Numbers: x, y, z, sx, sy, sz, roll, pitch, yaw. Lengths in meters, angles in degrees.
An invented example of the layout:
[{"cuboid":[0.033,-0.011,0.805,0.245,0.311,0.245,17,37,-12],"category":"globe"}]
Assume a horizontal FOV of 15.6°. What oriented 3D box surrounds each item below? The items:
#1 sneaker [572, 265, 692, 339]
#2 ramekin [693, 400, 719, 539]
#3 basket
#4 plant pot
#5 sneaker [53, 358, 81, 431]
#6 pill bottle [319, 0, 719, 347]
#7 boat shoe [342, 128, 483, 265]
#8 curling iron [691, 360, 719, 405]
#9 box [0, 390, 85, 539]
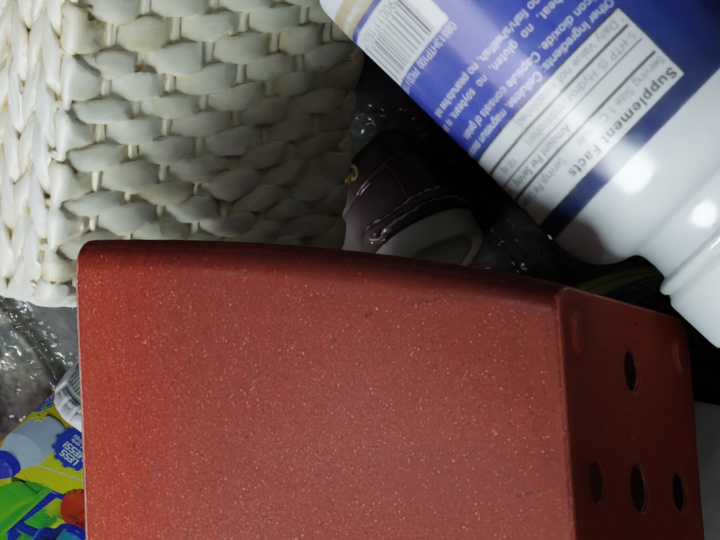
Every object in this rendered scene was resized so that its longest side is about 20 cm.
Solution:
[{"cuboid":[0.060,0.032,1.163,0.199,0.089,0.077,-30,137,33],"category":"sneaker"},{"cuboid":[0.156,0.135,1.109,0.201,0.095,0.203,22,156,11],"category":"ramekin"},{"cuboid":[-0.110,-0.095,1.061,0.160,0.199,0.200,14,104,35],"category":"basket"},{"cuboid":[0.024,0.089,0.970,0.175,0.200,0.201,-7,81,26],"category":"plant pot"},{"cuboid":[-0.092,0.106,1.413,0.099,0.078,0.200,49,-179,-32],"category":"sneaker"},{"cuboid":[0.092,-0.073,0.968,0.200,0.120,0.120,45,149,2],"category":"pill bottle"},{"cuboid":[0.000,0.000,1.212,0.060,0.072,0.200,62,158,13],"category":"boat shoe"},{"cuboid":[0.130,0.056,1.151,0.199,0.025,0.050,3,93,45],"category":"curling iron"},{"cuboid":[-0.152,0.203,1.499,0.200,0.193,0.122,34,146,18],"category":"box"}]
